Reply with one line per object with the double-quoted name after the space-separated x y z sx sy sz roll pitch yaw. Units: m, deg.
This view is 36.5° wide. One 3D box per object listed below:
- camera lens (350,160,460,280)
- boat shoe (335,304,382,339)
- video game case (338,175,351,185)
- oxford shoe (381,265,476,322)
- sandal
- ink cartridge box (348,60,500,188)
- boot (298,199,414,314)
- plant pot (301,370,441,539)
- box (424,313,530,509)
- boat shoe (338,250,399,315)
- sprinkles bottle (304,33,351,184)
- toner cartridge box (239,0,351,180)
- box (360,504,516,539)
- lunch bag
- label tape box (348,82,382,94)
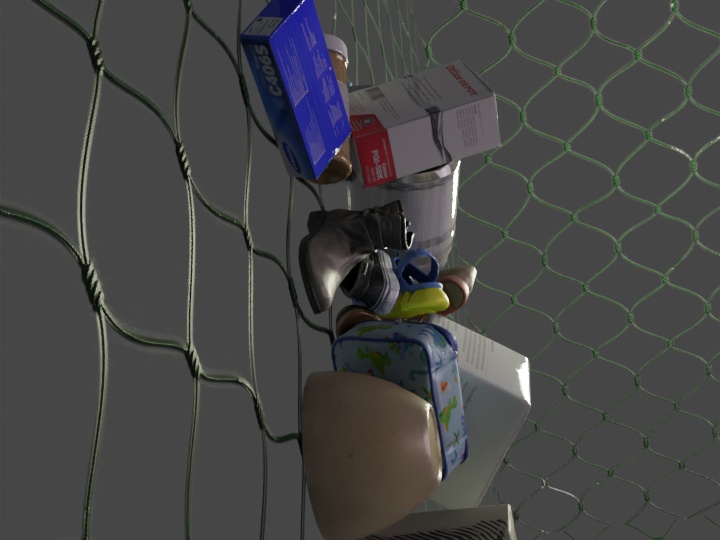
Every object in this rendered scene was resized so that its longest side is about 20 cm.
0.064 -0.106 1.623 0.160 0.159 0.200 -84 176 -54 "camera lens"
0.003 0.088 1.502 0.072 0.072 0.200 52 3 31 "boat shoe"
-0.040 -0.219 1.599 0.200 0.023 0.182 -15 96 -80 "video game case"
0.099 0.046 1.679 0.071 0.200 0.074 58 42 -13 "oxford shoe"
0.055 0.022 1.534 0.079 0.200 0.087 5 79 -34 "sandal"
0.074 -0.202 1.489 0.147 0.199 0.083 -117 -169 -57 "ink cartridge box"
-0.003 -0.028 1.336 0.200 0.130 0.068 -84 162 -56 "boot"
0.021 0.208 1.266 0.200 0.134 0.201 -9 90 -80 "plant pot"
0.128 0.201 1.560 0.199 0.171 0.200 -60 175 -74 "box"
0.000 0.000 1.488 0.072 0.071 0.200 -60 -163 5 "boat shoe"
-0.048 -0.211 1.417 0.068 0.068 0.200 64 20 -59 "sprinkles bottle"
-0.071 -0.211 1.258 0.095 0.043 0.200 -55 144 -34 "toner cartridge box"
0.095 0.351 1.369 0.068 0.199 0.082 -72 151 -68 "box"
0.048 0.162 1.381 0.082 0.160 0.201 -30 114 -53 "lunch bag"
0.021 -0.225 1.780 0.200 0.066 0.144 -86 167 -70 "label tape box"
